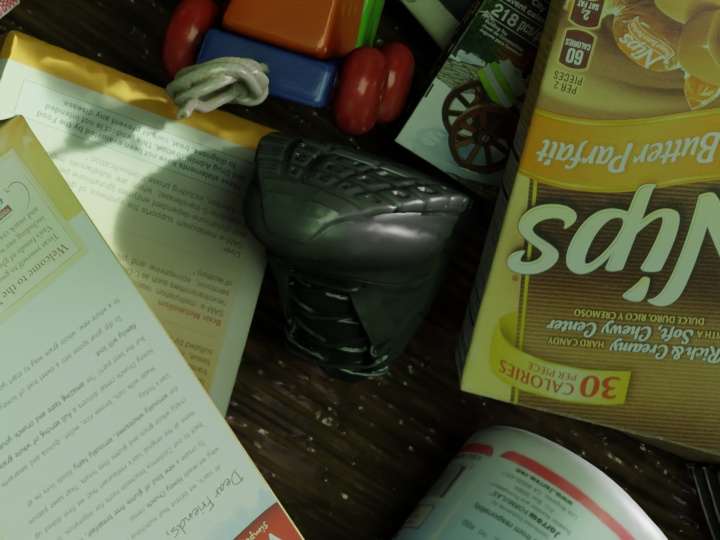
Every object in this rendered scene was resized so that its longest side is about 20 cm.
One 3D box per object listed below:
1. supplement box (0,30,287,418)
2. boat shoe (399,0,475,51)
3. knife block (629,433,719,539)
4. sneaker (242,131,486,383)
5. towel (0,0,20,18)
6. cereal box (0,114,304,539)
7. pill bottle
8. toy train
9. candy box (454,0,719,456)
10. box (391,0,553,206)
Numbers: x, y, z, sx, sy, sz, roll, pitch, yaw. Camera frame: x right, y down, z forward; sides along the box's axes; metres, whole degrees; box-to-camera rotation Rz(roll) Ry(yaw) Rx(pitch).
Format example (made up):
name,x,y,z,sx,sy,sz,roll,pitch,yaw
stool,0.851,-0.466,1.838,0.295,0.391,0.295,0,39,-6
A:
name,x,y,z,sx,sy,sz,roll,pitch,yaw
supplement box,-0.115,0.026,0.724,0.126,0.073,0.200,20,79,-25
boat shoe,0.067,-0.091,0.828,0.062,0.071,0.200,-29,108,19
knife block,0.208,0.053,0.882,0.175,0.064,0.200,21,79,-25
sneaker,0.000,0.000,0.731,0.076,0.200,0.091,21,93,16
towel,-0.240,-0.134,0.693,0.146,0.030,0.200,-45,107,-21
cereal box,-0.124,0.067,0.656,0.144,0.040,0.200,-37,105,-22
pill bottle,0.035,0.171,0.776,0.109,0.109,0.200,46,71,-18
toy train,-0.022,-0.116,0.700,0.084,0.200,0.116,17,100,7
candy box,0.117,-0.039,0.733,0.115,0.055,0.200,14,101,-1
box,0.132,-0.060,0.777,0.200,0.038,0.137,31,100,-7
